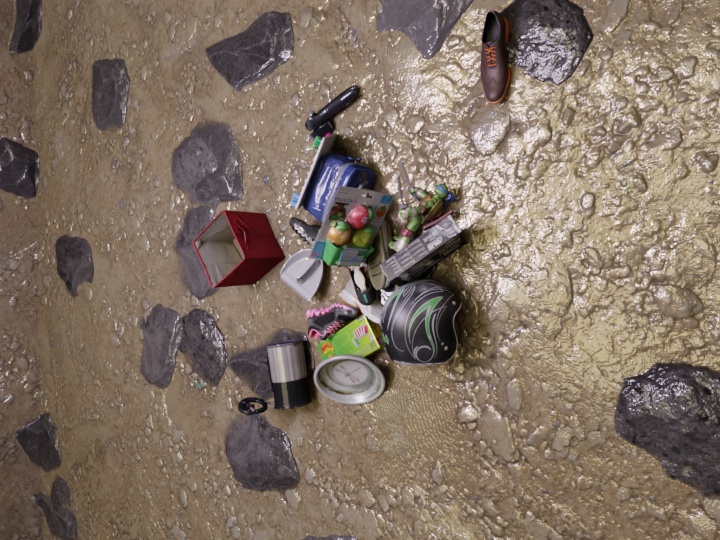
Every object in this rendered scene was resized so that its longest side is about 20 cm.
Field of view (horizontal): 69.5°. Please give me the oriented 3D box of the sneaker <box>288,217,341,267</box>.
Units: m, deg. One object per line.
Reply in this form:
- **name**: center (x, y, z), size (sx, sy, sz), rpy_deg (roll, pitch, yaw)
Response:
- **sneaker**: center (-0.109, -0.101, 1.478), size (0.199, 0.066, 0.091), rpy_deg (37, 82, 4)

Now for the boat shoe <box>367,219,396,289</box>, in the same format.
- **boat shoe**: center (0.061, -0.047, 1.357), size (0.074, 0.068, 0.203), rpy_deg (-26, 63, 49)

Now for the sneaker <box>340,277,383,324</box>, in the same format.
- **sneaker**: center (0.035, 0.075, 1.407), size (0.199, 0.075, 0.093), rpy_deg (31, 105, 28)

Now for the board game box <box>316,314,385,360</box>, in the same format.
- **board game box**: center (-0.026, 0.212, 1.469), size (0.199, 0.047, 0.103), rpy_deg (-36, 73, 30)

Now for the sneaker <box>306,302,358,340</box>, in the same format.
- **sneaker**: center (-0.082, 0.151, 1.467), size (0.199, 0.078, 0.097), rpy_deg (-17, 56, 44)

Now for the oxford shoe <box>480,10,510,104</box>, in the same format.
- **oxford shoe**: center (0.301, -0.488, 1.193), size (0.070, 0.072, 0.203), rpy_deg (-1, 92, 33)

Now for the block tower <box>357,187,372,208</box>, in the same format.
- **block tower**: center (-0.025, -0.119, 1.369), size (0.054, 0.057, 0.201), rpy_deg (48, 118, 31)

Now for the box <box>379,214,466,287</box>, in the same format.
- **box**: center (0.152, -0.040, 1.232), size (0.199, 0.158, 0.050), rpy_deg (-35, 76, 8)

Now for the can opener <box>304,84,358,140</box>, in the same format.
- **can opener**: center (-0.082, -0.456, 1.474), size (0.199, 0.078, 0.064), rpy_deg (-36, 34, 27)

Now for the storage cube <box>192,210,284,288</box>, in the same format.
- **storage cube**: center (-0.375, -0.065, 1.612), size (0.199, 0.179, 0.173), rpy_deg (-36, 73, 29)

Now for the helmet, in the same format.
- **helmet**: center (0.146, 0.119, 1.258), size (0.198, 0.199, 0.194), rpy_deg (1, 95, 34)

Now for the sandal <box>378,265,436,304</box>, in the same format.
- **sandal**: center (0.125, 0.016, 1.337), size (0.076, 0.043, 0.201), rpy_deg (43, 98, 22)

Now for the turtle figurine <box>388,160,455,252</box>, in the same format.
- **turtle figurine**: center (0.118, -0.155, 1.298), size (0.196, 0.198, 0.145), rpy_deg (-62, 28, 24)

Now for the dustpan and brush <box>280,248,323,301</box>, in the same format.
- **dustpan and brush**: center (-0.141, -0.031, 1.524), size (0.139, 0.057, 0.201), rpy_deg (35, 82, 25)

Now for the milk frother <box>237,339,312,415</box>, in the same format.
- **milk frother**: center (-0.263, 0.318, 1.546), size (0.179, 0.199, 0.191), rpy_deg (-12, 86, 38)

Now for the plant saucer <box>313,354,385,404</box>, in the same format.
- **plant saucer**: center (-0.028, 0.289, 1.431), size (0.197, 0.051, 0.202), rpy_deg (4, 130, 4)

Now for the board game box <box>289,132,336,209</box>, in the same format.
- **board game box**: center (-0.129, -0.280, 1.429), size (0.026, 0.200, 0.202), rpy_deg (24, 108, -1)

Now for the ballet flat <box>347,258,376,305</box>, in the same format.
- **ballet flat**: center (0.000, 0.000, 1.386), size (0.067, 0.069, 0.202), rpy_deg (-23, 51, 4)

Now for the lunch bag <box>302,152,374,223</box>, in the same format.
- **lunch bag**: center (-0.048, -0.217, 1.406), size (0.132, 0.135, 0.202), rpy_deg (34, 112, 25)

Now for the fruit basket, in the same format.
- **fruit basket**: center (-0.016, -0.103, 1.260), size (0.094, 0.184, 0.201), rpy_deg (53, 125, 35)
